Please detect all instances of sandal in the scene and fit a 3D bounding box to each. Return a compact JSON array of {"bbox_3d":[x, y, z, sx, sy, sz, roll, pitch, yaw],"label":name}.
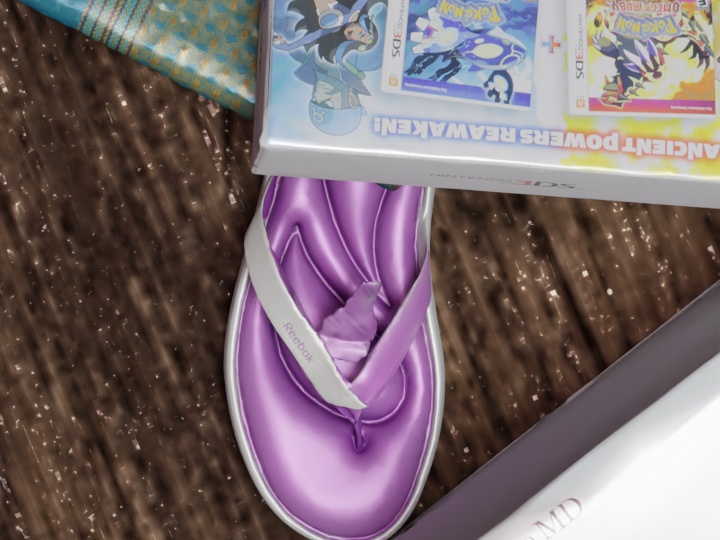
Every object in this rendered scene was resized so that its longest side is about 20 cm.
[{"bbox_3d":[-0.008,0.000,1.020,0.082,0.050,0.204,3,89,-1],"label":"sandal"}]

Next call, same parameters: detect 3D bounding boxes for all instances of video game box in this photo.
[{"bbox_3d":[0.064,-0.118,0.994,0.199,0.047,0.183,4,75,-8],"label":"video game box"}]

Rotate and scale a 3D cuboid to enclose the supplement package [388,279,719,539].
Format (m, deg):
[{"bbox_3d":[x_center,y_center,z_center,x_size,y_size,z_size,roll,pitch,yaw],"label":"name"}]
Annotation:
[{"bbox_3d":[0.142,0.125,0.978,0.191,0.147,0.200,-38,92,0],"label":"supplement package"}]

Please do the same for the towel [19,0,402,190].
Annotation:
[{"bbox_3d":[-0.044,-0.134,1.015,0.199,0.022,0.147,28,75,-2],"label":"towel"}]
